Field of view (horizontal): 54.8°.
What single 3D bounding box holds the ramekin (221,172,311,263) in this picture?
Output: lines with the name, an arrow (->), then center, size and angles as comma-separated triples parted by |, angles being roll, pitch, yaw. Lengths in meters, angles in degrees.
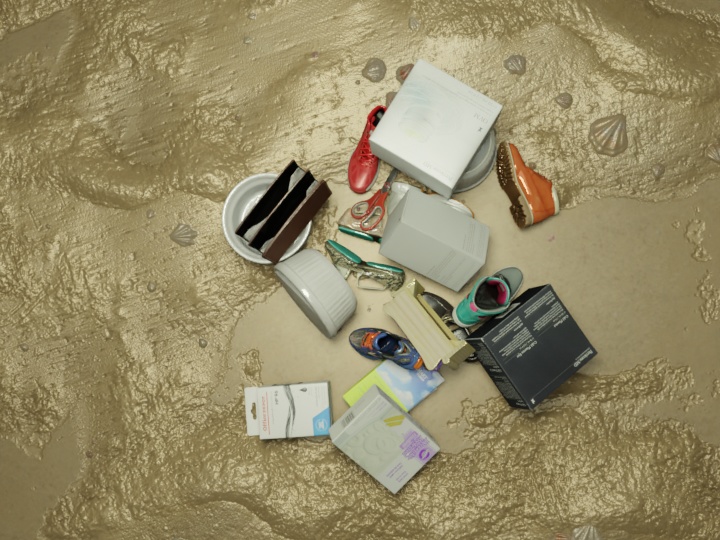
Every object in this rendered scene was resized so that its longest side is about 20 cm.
ramekin -> -0.203, -0.112, 1.565 | 0.200, 0.098, 0.201 | 0, 85, 3

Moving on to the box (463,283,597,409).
box -> 0.359, 0.161, 1.474 | 0.200, 0.104, 0.182 | -35, 91, -14

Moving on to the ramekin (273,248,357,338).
ramekin -> -0.091, 0.042, 1.503 | 0.094, 0.202, 0.202 | -39, 84, -12

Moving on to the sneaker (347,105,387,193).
sneaker -> 0.014, -0.278, 1.554 | 0.078, 0.116, 0.200 | 14, 86, 5

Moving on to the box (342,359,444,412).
box -> 0.073, 0.261, 1.545 | 0.200, 0.048, 0.122 | -39, 85, 0

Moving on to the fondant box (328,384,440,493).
fondant box -> 0.052, 0.363, 1.494 | 0.144, 0.058, 0.200 | -45, 110, 3

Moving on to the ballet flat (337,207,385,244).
ballet flat -> 0.047, -0.090, 1.565 | 0.200, 0.068, 0.067 | 23, 79, 3

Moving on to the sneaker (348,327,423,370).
sneaker -> 0.047, 0.156, 1.504 | 0.200, 0.078, 0.075 | 7, 69, 43

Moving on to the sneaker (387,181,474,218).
sneaker -> 0.154, -0.131, 1.564 | 0.200, 0.076, 0.092 | 19, 95, 12

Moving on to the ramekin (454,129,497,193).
ramekin -> 0.208, -0.279, 1.548 | 0.200, 0.105, 0.201 | 0, 86, 3

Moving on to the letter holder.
letter holder -> -0.165, -0.126, 1.444 | 0.101, 0.142, 0.200 | 38, 89, 5

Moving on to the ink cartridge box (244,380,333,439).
ink cartridge box -> -0.164, 0.311, 1.546 | 0.200, 0.068, 0.116 | -5, 85, 4

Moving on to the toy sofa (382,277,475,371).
toy sofa -> 0.141, 0.121, 1.468 | 0.098, 0.083, 0.200 | -41, 62, 5

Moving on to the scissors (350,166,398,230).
scissors -> 0.058, -0.176, 1.546 | 0.073, 0.014, 0.200 | 41, 87, 22

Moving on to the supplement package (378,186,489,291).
supplement package -> 0.158, -0.066, 1.487 | 0.200, 0.117, 0.117 | 26, 48, -10

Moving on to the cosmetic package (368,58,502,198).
cosmetic package -> 0.153, -0.290, 1.440 | 0.199, 0.123, 0.200 | 31, 90, 6

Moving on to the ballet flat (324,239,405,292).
ballet flat -> 0.000, 0.000, 1.565 | 0.200, 0.068, 0.075 | 23, 103, 3

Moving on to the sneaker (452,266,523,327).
sneaker -> 0.293, 0.040, 1.485 | 0.200, 0.121, 0.084 | -36, 85, -23

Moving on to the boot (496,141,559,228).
boot -> 0.374, -0.201, 1.556 | 0.107, 0.075, 0.200 | -17, 83, -12

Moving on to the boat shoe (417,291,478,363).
boat shoe -> 0.198, 0.122, 1.534 | 0.200, 0.073, 0.075 | 44, 89, 5
